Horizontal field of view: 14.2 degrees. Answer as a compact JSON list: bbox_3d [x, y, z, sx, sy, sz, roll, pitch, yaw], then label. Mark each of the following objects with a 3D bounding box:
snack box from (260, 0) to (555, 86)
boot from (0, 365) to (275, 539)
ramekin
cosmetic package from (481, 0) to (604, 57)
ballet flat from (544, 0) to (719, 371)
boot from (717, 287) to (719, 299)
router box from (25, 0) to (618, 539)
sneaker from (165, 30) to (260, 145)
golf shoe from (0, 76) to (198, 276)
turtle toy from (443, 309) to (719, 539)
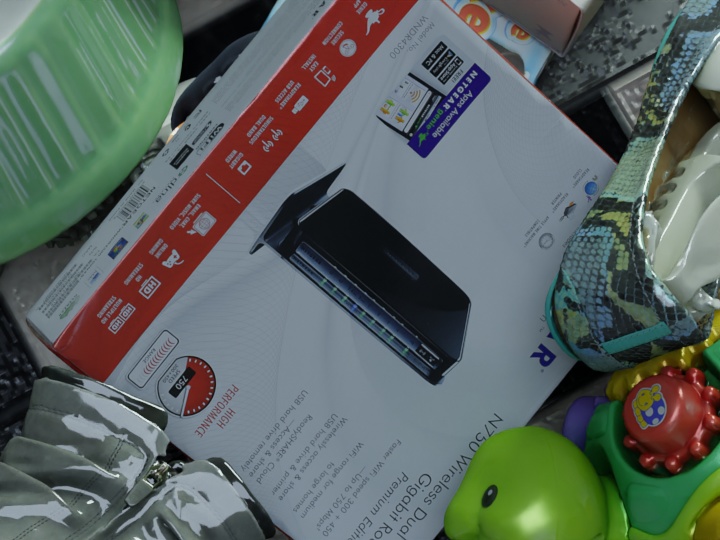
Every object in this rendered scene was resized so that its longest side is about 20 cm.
[{"bbox_3d":[0.045,-0.140,1.273,0.116,0.037,0.200,29,79,3],"label":"snack box"},{"bbox_3d":[-0.141,0.089,1.065,0.200,0.068,0.131,30,74,-3],"label":"boot"},{"bbox_3d":[-0.181,-0.103,1.189,0.200,0.098,0.200,-8,54,11],"label":"ramekin"},{"bbox_3d":[0.106,-0.204,1.233,0.103,0.073,0.200,35,77,3],"label":"cosmetic package"},{"bbox_3d":[0.139,-0.041,1.132,0.074,0.074,0.200,24,58,3],"label":"ballet flat"},{"bbox_3d":[0.204,-0.043,1.212,0.155,0.073,0.200,17,71,32],"label":"boot"},{"bbox_3d":[0.000,0.000,1.145,0.179,0.049,0.200,40,87,-23],"label":"router box"},{"bbox_3d":[-0.034,-0.019,1.198,0.112,0.078,0.200,14,97,-21],"label":"sneaker"},{"bbox_3d":[-0.146,-0.050,1.234,0.200,0.078,0.097,-27,74,-8],"label":"golf shoe"},{"bbox_3d":[0.126,0.075,1.145,0.200,0.146,0.101,-33,92,-19],"label":"turtle toy"}]
